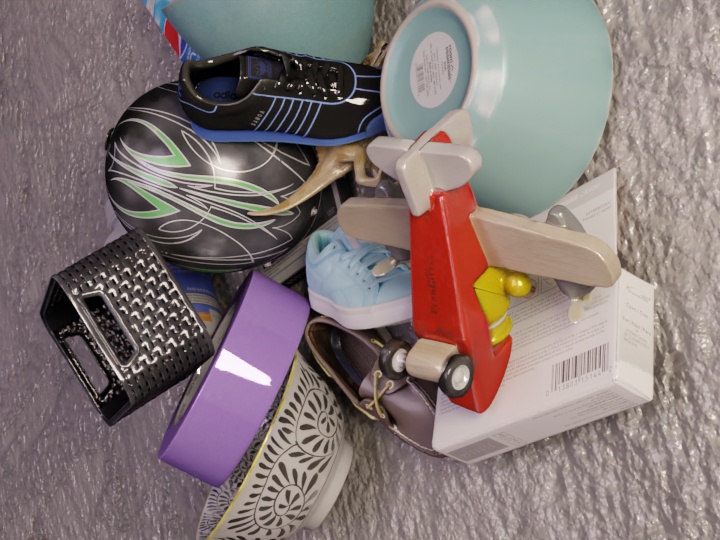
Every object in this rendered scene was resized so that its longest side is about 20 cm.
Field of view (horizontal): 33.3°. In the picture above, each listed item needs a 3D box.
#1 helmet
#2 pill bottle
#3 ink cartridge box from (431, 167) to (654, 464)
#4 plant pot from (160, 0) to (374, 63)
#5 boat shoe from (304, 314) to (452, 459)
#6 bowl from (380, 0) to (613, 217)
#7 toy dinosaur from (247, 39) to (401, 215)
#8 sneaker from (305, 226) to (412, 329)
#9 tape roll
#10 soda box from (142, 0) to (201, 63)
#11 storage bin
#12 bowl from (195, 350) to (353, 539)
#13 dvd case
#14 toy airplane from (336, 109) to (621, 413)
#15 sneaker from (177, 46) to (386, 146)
[{"bbox_3d":[-0.143,-0.090,1.152,0.191,0.198,0.202,-136,57,-61],"label":"helmet"},{"bbox_3d":[-0.223,0.007,1.338,0.112,0.111,0.202,-43,55,41],"label":"pill bottle"},{"bbox_3d":[0.139,0.040,0.931,0.199,0.044,0.178,-30,44,47],"label":"ink cartridge box"},{"bbox_3d":[-0.064,-0.235,1.111,0.199,0.200,0.135,-11,116,51],"label":"plant pot"},{"bbox_3d":[0.021,0.100,1.064,0.200,0.059,0.072,45,122,43],"label":"boat shoe"},{"bbox_3d":[0.089,-0.144,0.946,0.200,0.104,0.203,-8,80,52],"label":"bowl"},{"bbox_3d":[-0.007,-0.105,1.081,0.101,0.058,0.201,30,82,27],"label":"toy dinosaur"},{"bbox_3d":[0.000,0.000,1.055,0.199,0.073,0.083,9,115,59],"label":"sneaker"},{"bbox_3d":[-0.121,0.103,1.156,0.201,0.065,0.200,-60,10,17],"label":"tape roll"},{"bbox_3d":[-0.170,-0.268,1.315,0.201,0.067,0.064,55,129,37],"label":"soda box"},{"bbox_3d":[-0.225,0.058,1.141,0.136,0.093,0.200,57,158,2],"label":"storage bin"},{"bbox_3d":[-0.067,0.182,1.119,0.202,0.094,0.201,-61,8,14],"label":"bowl"},{"bbox_3d":[-0.069,-0.097,1.216,0.150,0.025,0.202,-34,63,45],"label":"dvd case"},{"bbox_3d":[0.079,-0.021,0.880,0.201,0.140,0.200,54,137,17],"label":"toy airplane"},{"bbox_3d":[-0.058,-0.153,1.027,0.078,0.198,0.071,77,-171,-65],"label":"sneaker"}]
